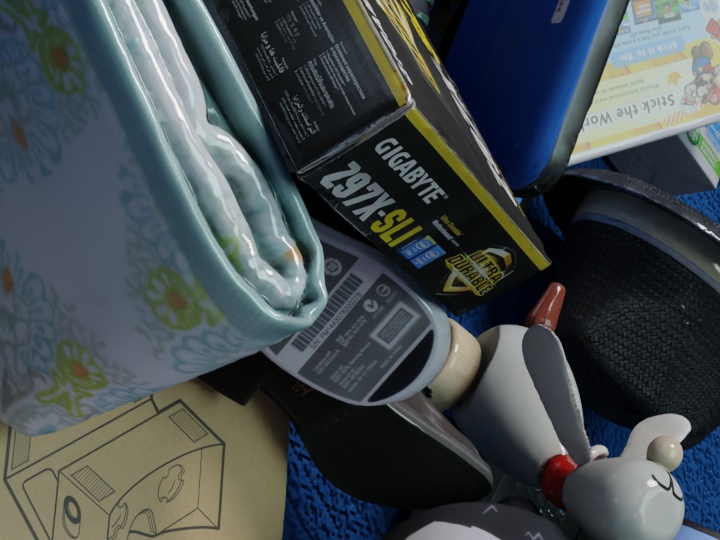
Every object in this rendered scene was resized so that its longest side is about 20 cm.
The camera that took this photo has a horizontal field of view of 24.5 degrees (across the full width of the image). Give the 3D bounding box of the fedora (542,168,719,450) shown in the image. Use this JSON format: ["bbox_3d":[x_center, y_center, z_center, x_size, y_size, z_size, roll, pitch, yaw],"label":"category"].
[{"bbox_3d":[0.161,0.036,0.918,0.092,0.200,0.201,-53,127,-13],"label":"fedora"}]

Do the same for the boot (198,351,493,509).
[{"bbox_3d":[0.000,0.000,0.773,0.200,0.069,0.175,40,44,-29],"label":"boot"}]

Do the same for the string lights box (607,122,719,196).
[{"bbox_3d":[0.204,-0.155,1.053,0.103,0.059,0.200,46,54,-33],"label":"string lights box"}]

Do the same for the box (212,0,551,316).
[{"bbox_3d":[-0.011,-0.094,0.621,0.200,0.049,0.160,64,10,27],"label":"box"}]

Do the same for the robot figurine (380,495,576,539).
[{"bbox_3d":[0.047,0.177,0.705,0.125,0.150,0.200,32,26,-5],"label":"robot figurine"}]

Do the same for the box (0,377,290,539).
[{"bbox_3d":[-0.106,0.084,0.697,0.200,0.021,0.164,17,71,-47],"label":"box"}]

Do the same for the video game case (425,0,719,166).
[{"bbox_3d":[0.116,-0.153,0.923,0.199,0.023,0.183,-17,99,-24],"label":"video game case"}]

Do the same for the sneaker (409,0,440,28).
[{"bbox_3d":[0.022,-0.141,0.808,0.199,0.074,0.088,-20,81,-31],"label":"sneaker"}]

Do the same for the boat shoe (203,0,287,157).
[{"bbox_3d":[-0.065,-0.117,0.711,0.071,0.072,0.201,-12,82,-51],"label":"boat shoe"}]

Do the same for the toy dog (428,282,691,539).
[{"bbox_3d":[0.104,0.064,0.806,0.132,0.200,0.097,34,89,-48],"label":"toy dog"}]

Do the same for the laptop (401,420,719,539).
[{"bbox_3d":[0.124,0.165,0.893,0.200,0.103,0.177,55,48,-30],"label":"laptop"}]

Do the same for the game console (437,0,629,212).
[{"bbox_3d":[0.107,-0.110,0.790,0.118,0.171,0.201,25,82,-29],"label":"game console"}]

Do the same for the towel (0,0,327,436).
[{"bbox_3d":[-0.109,-0.050,0.574,0.048,0.171,0.201,-26,93,-42],"label":"towel"}]

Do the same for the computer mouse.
[{"bbox_3d":[-0.050,-0.019,0.658,0.200,0.110,0.044,37,29,-10],"label":"computer mouse"}]
